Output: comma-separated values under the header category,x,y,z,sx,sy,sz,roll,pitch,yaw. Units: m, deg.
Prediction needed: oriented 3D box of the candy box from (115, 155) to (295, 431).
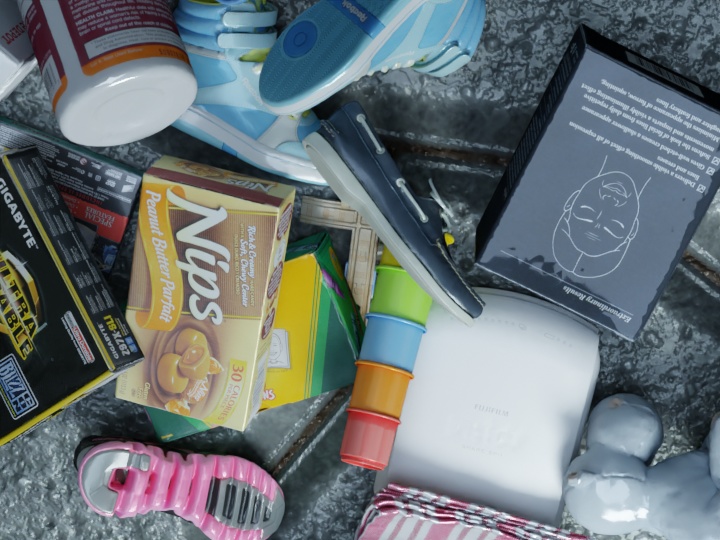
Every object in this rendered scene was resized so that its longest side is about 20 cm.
category,x,y,z,sx,sy,sz,roll,pitch,yaw
candy box,-0.127,0.019,1.631,0.115,0.055,0.201,14,112,8

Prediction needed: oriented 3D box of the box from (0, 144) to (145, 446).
category,x,y,z,sx,sy,sz,roll,pitch,yaw
box,-0.284,0.023,1.657,0.159,0.049,0.201,-31,84,36

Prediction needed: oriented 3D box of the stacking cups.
category,x,y,z,sx,sy,sz,roll,pitch,yaw
stacking cups,0.024,0.062,1.648,0.060,0.061,0.202,15,83,0

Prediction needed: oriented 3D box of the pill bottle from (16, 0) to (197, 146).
category,x,y,z,sx,sy,sz,roll,pitch,yaw
pill bottle,-0.209,-0.209,1.580,0.114,0.114,0.201,-25,70,11

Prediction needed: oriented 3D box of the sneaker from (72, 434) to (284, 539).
category,x,y,z,sx,sy,sz,roll,pitch,yaw
sneaker,-0.160,0.182,1.749,0.199,0.095,0.080,19,90,-26

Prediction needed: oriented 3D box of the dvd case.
category,x,y,z,sx,sy,sz,roll,pitch,yaw
dvd case,-0.281,-0.017,1.727,0.145,0.022,0.201,20,105,-2

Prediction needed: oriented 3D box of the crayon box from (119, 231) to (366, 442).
category,x,y,z,sx,sy,sz,roll,pitch,yaw
crayon box,-0.099,0.057,1.701,0.199,0.058,0.119,-18,105,18

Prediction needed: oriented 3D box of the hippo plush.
category,x,y,z,sx,sy,sz,roll,pitch,yaw
hippo plush,0.253,0.190,1.685,0.160,0.159,0.201,12,71,19

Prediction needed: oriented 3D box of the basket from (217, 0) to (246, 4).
category,x,y,z,sx,sy,sz,roll,pitch,yaw
basket,-0.106,-0.330,1.562,0.200,0.139,0.176,46,103,2

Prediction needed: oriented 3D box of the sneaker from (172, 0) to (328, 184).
category,x,y,z,sx,sy,sz,roll,pitch,yaw
sneaker,-0.075,-0.158,1.632,0.199,0.080,0.131,23,107,-1

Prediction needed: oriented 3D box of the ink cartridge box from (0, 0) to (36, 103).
category,x,y,z,sx,sy,sz,roll,pitch,yaw
ink cartridge box,-0.351,-0.214,1.611,0.200,0.145,0.084,41,106,-8

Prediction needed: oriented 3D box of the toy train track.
category,x,y,z,sx,sy,sz,roll,pitch,yaw
toy train track,0.000,0.000,1.704,0.114,0.033,0.202,8,107,2

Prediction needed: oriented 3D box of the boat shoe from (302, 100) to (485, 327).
category,x,y,z,sx,sy,sz,roll,pitch,yaw
boat shoe,0.037,-0.044,1.592,0.062,0.075,0.200,-40,87,-8

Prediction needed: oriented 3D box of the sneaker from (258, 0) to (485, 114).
category,x,y,z,sx,sy,sz,roll,pitch,yaw
sneaker,0.021,-0.174,1.602,0.200,0.080,0.131,-40,143,5

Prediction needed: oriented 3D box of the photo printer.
category,x,y,z,sx,sy,sz,roll,pitch,yaw
photo printer,0.110,0.116,1.710,0.165,0.069,0.201,13,107,0

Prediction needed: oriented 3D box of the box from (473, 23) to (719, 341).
category,x,y,z,sx,sy,sz,roll,pitch,yaw
box,0.200,-0.072,1.631,0.148,0.107,0.201,26,105,-4

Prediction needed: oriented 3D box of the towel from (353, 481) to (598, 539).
category,x,y,z,sx,sy,sz,roll,pitch,yaw
towel,0.094,0.245,1.724,0.198,0.030,0.147,15,148,-2
